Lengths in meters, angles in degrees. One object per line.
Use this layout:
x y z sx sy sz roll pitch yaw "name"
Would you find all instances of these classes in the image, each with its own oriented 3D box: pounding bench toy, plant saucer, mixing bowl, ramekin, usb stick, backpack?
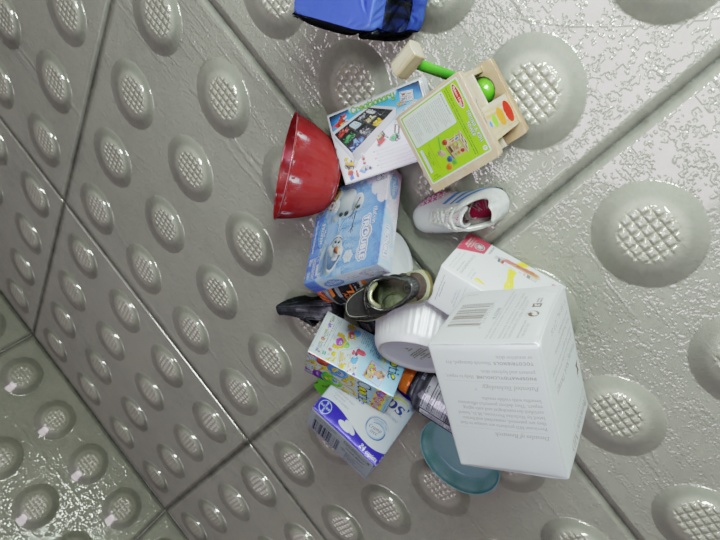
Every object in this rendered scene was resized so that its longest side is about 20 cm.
0.143 -0.258 0.814 0.122 0.155 0.204 -24 99 42 "pounding bench toy"
0.226 0.408 1.199 0.194 0.036 0.207 18 123 29 "plant saucer"
-0.099 -0.188 1.036 0.104 0.205 0.204 12 132 -15 "mixing bowl"
0.114 0.121 1.021 0.194 0.097 0.204 13 154 6 "ramekin"
0.019 0.111 1.125 0.054 0.034 0.201 17 159 20 "usb stick"
0.023 -0.429 0.785 0.159 0.198 0.173 29 119 22 "backpack"

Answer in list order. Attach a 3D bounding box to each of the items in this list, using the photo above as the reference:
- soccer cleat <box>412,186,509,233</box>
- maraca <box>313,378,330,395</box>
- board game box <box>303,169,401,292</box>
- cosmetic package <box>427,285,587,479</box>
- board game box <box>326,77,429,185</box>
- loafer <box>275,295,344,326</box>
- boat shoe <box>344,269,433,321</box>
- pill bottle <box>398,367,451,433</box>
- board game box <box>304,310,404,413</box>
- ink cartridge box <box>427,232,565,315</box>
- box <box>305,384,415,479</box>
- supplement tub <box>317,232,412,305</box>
0.162 -0.101 0.934 0.195 0.086 0.072 -10 109 40 "soccer cleat"
-0.050 0.345 1.323 0.134 0.106 0.206 -12 106 40 "maraca"
-0.015 -0.076 1.020 0.194 0.207 0.043 -15 147 40 "board game box"
0.221 0.154 0.780 0.162 0.167 0.207 -6 111 35 "cosmetic package"
0.042 -0.243 0.951 0.194 0.034 0.131 -12 100 30 "board game box"
-0.122 0.099 1.268 0.194 0.067 0.073 -4 103 34 "loafer"
0.036 0.043 0.943 0.197 0.065 0.075 -20 74 41 "boat shoe"
0.175 0.266 1.112 0.196 0.106 0.109 29 129 21 "pill bottle"
-0.009 0.194 1.129 0.195 0.107 0.104 26 148 6 "board game box"
0.235 0.041 0.918 0.196 0.145 0.085 31 129 17 "ink cartridge box"
0.010 0.310 1.188 0.182 0.200 0.106 38 145 12 "box"
0.000 0.000 1.087 0.196 0.122 0.126 -15 106 41 "supplement tub"
